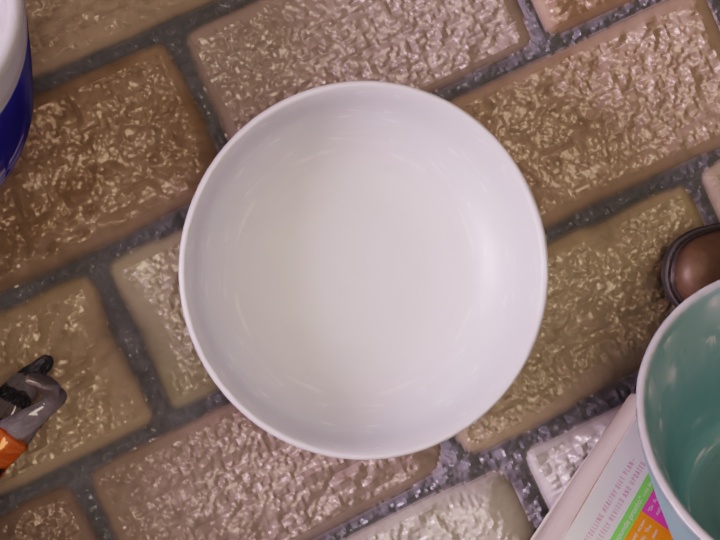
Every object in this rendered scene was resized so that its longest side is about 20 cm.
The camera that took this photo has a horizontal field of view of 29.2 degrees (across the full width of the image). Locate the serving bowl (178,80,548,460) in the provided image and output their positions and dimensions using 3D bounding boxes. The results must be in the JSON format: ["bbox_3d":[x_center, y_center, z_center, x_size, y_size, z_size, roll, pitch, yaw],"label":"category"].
[{"bbox_3d":[0.000,0.000,0.761,0.198,0.066,0.202,0,89,-7],"label":"serving bowl"}]

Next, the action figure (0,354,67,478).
[{"bbox_3d":[-0.201,0.140,0.715,0.198,0.105,0.195,19,91,18],"label":"action figure"}]

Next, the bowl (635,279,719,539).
[{"bbox_3d":[0.236,0.106,0.717,0.199,0.105,0.202,-1,51,1],"label":"bowl"}]

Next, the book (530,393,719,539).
[{"bbox_3d":[0.203,0.182,0.796,0.199,0.048,0.134,36,83,-7],"label":"book"}]

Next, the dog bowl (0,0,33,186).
[{"bbox_3d":[-0.263,-0.104,0.680,0.198,0.079,0.202,3,60,-5],"label":"dog bowl"}]

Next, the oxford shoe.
[{"bbox_3d":[0.272,0.011,0.791,0.198,0.084,0.073,9,89,-6],"label":"oxford shoe"}]
